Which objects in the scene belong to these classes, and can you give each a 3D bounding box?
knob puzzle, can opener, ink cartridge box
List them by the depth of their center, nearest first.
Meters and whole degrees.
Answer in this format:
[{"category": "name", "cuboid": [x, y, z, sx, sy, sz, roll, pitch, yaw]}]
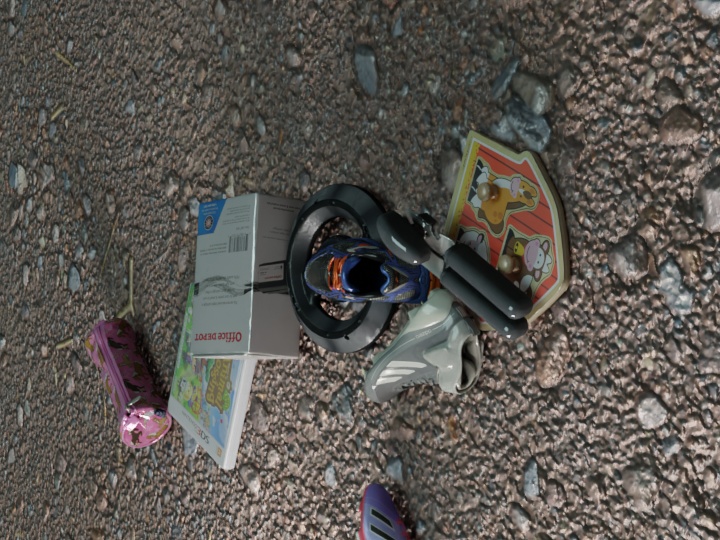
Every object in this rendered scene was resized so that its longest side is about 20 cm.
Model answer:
[{"category": "can opener", "cuboid": [0.095, 0.004, 1.544, 0.199, 0.066, 0.053, 38, 137, 33]}, {"category": "knob puzzle", "cuboid": [0.145, -0.029, 1.546, 0.219, 0.030, 0.223, -1, 89, 55]}, {"category": "ink cartridge box", "cuboid": [-0.144, 0.012, 1.898, 0.144, 0.083, 0.203, -5, 80, 53]}]

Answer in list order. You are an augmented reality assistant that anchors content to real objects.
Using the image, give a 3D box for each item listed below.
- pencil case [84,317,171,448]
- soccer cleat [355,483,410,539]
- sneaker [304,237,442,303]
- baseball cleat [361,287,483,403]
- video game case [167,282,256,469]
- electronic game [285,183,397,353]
[{"category": "pencil case", "cuboid": [-0.346, 0.164, 2.207, 0.201, 0.082, 0.087, 60, 143, 38]}, {"category": "soccer cleat", "cuboid": [0.046, 0.335, 1.673, 0.076, 0.067, 0.203, -17, 67, 22]}, {"category": "sneaker", "cuboid": [0.000, 0.000, 1.663, 0.199, 0.078, 0.077, -2, 89, 49]}, {"category": "baseball cleat", "cuboid": [0.068, 0.109, 1.625, 0.107, 0.069, 0.201, 53, 143, 20]}, {"category": "video game case", "cuboid": [-0.205, 0.143, 2.058, 0.182, 0.022, 0.203, 35, 118, 50]}, {"category": "electronic game", "cuboid": [-0.022, -0.002, 1.776, 0.199, 0.041, 0.203, 3, 94, 47]}]
